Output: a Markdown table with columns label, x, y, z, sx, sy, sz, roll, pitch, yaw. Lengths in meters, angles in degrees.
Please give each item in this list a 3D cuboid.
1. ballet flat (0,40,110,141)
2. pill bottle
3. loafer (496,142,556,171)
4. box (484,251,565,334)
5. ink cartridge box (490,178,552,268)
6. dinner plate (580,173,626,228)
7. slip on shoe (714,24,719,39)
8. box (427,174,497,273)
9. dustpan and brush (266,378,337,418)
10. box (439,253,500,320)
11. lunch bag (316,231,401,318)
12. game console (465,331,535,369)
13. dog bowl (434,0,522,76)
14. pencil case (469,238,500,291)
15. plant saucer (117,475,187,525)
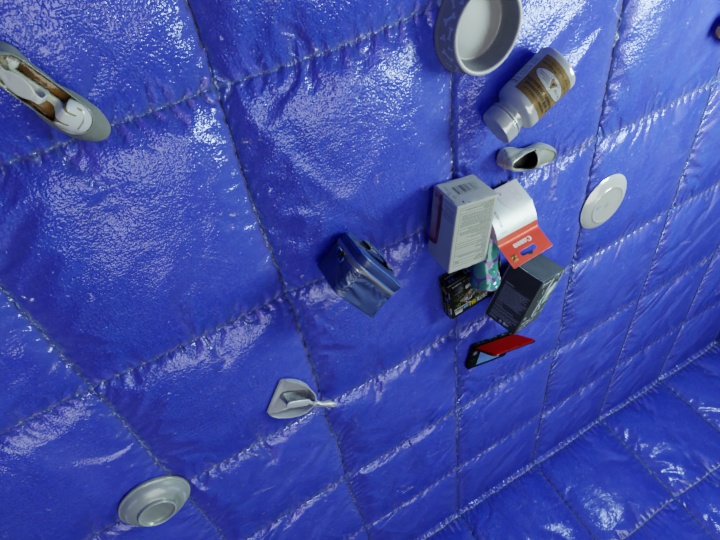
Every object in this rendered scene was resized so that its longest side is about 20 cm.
| label | x | y | z | sx | sy | sz | roll | pitch | yaw |
| --- | --- | --- | --- | --- | --- | --- | --- | --- | --- |
| ballet flat | -0.463 | -0.250 | 0.774 | 0.067 | 0.064 | 0.199 | -43 | 137 | 6 |
| pill bottle | 0.384 | -0.399 | 1.201 | 0.200 | 0.115 | 0.114 | -44 | 137 | 6 |
| loafer | 0.444 | -0.290 | 1.365 | 0.195 | 0.070 | 0.071 | -13 | 132 | -26 |
| box | 0.515 | 0.064 | 1.632 | 0.198 | 0.123 | 0.201 | -18 | 135 | -48 |
| ink cartridge box | 0.404 | -0.128 | 1.367 | 0.160 | 0.202 | 0.058 | -25 | 157 | -24 |
| dinner plate | 0.804 | -0.220 | 1.709 | 0.195 | 0.024 | 0.204 | -18 | 132 | -20 |
| slip on shoe | 1.076 | -0.680 | 1.494 | 0.196 | 0.076 | 0.061 | -7 | 164 | -38 |
| box | 0.254 | -0.118 | 1.320 | 0.125 | 0.109 | 0.204 | -18 | 133 | -21 |
| dustpan and brush | -0.157 | 0.377 | 1.508 | 0.196 | 0.057 | 0.142 | 5 | 122 | -37 |
| box | 0.337 | 0.039 | 1.581 | 0.197 | 0.050 | 0.162 | -30 | 139 | -10 |
| lunch bag | 0.000 | 0.000 | 1.250 | 0.132 | 0.136 | 0.199 | -45 | 136 | 7 |
| game console | 0.493 | 0.298 | 1.852 | 0.195 | 0.119 | 0.176 | -12 | 131 | -25 |
| dog bowl | 0.247 | -0.498 | 1.066 | 0.196 | 0.059 | 0.204 | -20 | 134 | -21 |
| pencil case | 0.354 | -0.051 | 1.452 | 0.089 | 0.085 | 0.206 | -4 | 111 | -9 |
| plant saucer | -0.575 | 0.665 | 1.465 | 0.195 | 0.050 | 0.204 | -19 | 134 | -20 |
